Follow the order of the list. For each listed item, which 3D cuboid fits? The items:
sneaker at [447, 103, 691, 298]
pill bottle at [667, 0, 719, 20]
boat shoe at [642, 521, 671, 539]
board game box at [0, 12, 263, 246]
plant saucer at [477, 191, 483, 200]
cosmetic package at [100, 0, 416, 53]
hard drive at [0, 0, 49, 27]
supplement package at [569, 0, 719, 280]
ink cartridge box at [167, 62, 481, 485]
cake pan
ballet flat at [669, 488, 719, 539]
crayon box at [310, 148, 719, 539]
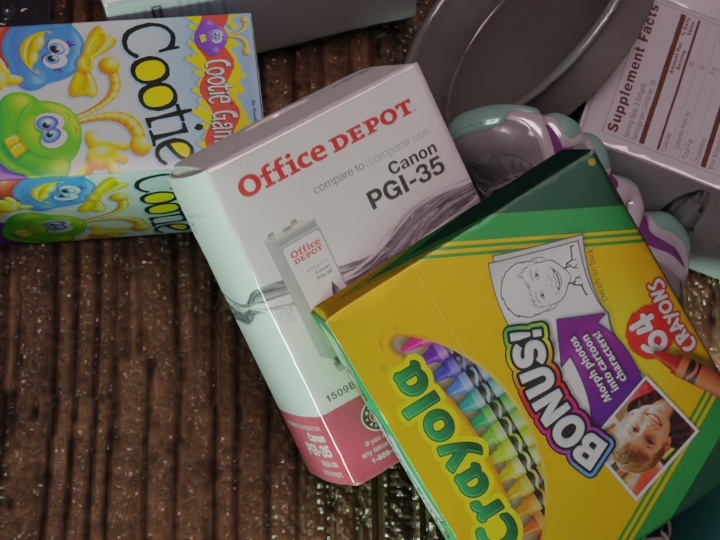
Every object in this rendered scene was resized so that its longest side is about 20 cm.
[{"bbox_3d":[0.122,-0.001,1.144,0.200,0.078,0.140,32,51,-30],"label":"sneaker"},{"bbox_3d":[0.246,-0.228,1.300,0.111,0.111,0.200,30,68,5],"label":"pill bottle"},{"bbox_3d":[0.161,0.168,1.135,0.093,0.075,0.200,27,72,40],"label":"boat shoe"},{"bbox_3d":[-0.163,-0.083,1.190,0.200,0.105,0.103,-5,70,-9],"label":"board game box"},{"bbox_3d":[0.048,0.031,1.214,0.200,0.031,0.200,3,69,-7],"label":"plant saucer"},{"bbox_3d":[-0.083,-0.250,1.246,0.200,0.123,0.200,-15,71,-6],"label":"cosmetic package"},{"bbox_3d":[-0.296,-0.175,1.230,0.200,0.042,0.135,-2,57,-7],"label":"hard drive"},{"bbox_3d":[0.231,-0.073,1.233,0.200,0.117,0.117,21,67,1],"label":"supplement package"},{"bbox_3d":[0.000,0.000,1.120,0.146,0.083,0.200,-29,100,-16],"label":"ink cartridge box"},{"bbox_3d":[0.108,-0.155,1.224,0.037,0.200,0.200,39,64,-28],"label":"cake pan"},{"bbox_3d":[0.210,0.195,1.157,0.073,0.073,0.200,20,61,1],"label":"ballet flat"},{"bbox_3d":[0.097,0.062,1.070,0.172,0.058,0.200,-33,100,-9],"label":"crayon box"}]
